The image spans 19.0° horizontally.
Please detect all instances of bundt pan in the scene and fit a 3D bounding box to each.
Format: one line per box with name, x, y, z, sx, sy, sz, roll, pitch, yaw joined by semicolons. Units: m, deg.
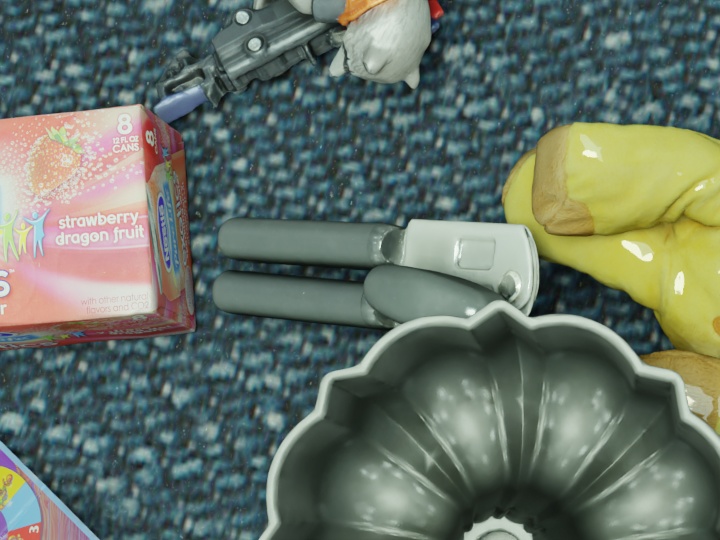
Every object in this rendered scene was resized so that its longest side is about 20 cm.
bundt pan;0.061;0.117;0.875;0.200;0.076;0.204;-1;83;12

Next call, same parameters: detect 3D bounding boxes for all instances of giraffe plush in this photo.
giraffe plush;0.162;0.027;0.942;0.198;0.172;0.164;-1;83;23

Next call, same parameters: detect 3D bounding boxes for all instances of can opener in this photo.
can opener;0.000;0.000;0.978;0.199;0.066;0.053;5;85;47

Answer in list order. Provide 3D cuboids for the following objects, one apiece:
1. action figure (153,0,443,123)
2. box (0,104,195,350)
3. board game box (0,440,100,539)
action figure;-0.037;-0.160;1.029;0.199;0.105;0.194;-34;71;1
box;-0.186;-0.015;1.034;0.198;0.095;0.104;-5;82;7
board game box;-0.208;0.155;1.006;0.158;0.039;0.200;-49;56;-5
